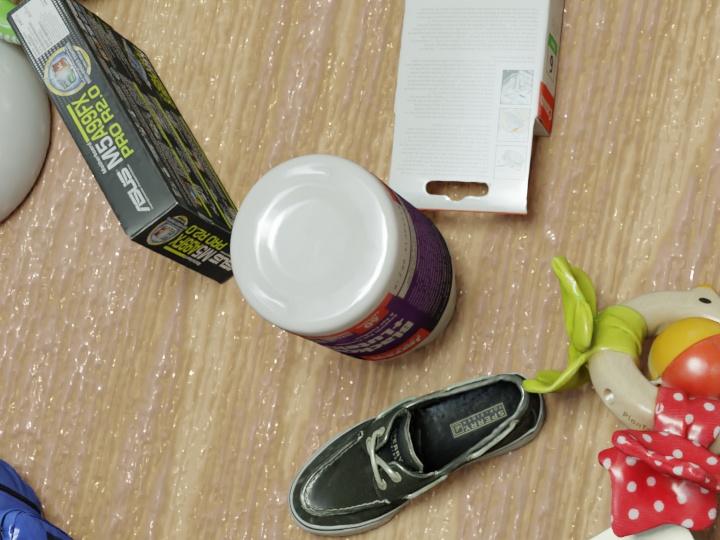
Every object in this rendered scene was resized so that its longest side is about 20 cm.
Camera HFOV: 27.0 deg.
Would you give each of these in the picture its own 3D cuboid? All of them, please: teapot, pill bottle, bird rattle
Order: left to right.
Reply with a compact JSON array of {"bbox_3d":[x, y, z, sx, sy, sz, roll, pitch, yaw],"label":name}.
[{"bbox_3d":[-0.348,-0.119,1.164,0.200,0.146,0.198,43,95,20],"label":"teapot"},{"bbox_3d":[0.000,0.000,0.993,0.110,0.200,0.113,-4,79,18],"label":"pill bottle"},{"bbox_3d":[0.197,0.067,0.940,0.161,0.114,0.200,-17,37,-22],"label":"bird rattle"}]

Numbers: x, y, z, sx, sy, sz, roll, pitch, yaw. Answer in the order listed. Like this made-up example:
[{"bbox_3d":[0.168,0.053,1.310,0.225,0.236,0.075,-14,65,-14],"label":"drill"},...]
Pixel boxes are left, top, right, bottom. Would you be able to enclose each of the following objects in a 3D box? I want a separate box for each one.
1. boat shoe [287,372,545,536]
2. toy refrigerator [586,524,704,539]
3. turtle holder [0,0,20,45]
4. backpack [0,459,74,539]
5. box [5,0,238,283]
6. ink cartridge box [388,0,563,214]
[{"bbox_3d":[0.031,0.121,1.032,0.199,0.064,0.071,-29,72,11],"label":"boat shoe"},{"bbox_3d":[0.132,0.220,0.973,0.199,0.076,0.070,-32,71,11],"label":"toy refrigerator"},{"bbox_3d":[-0.244,-0.270,1.156,0.130,0.142,0.187,6,47,4],"label":"turtle holder"},{"bbox_3d":[-0.284,0.227,1.073,0.166,0.163,0.202,-14,62,6],"label":"backpack"},{"bbox_3d":[-0.162,-0.096,1.089,0.044,0.160,0.201,-34,72,8],"label":"box"},{"bbox_3d":[0.083,-0.137,1.073,0.108,0.050,0.203,4,82,19],"label":"ink cartridge box"}]
